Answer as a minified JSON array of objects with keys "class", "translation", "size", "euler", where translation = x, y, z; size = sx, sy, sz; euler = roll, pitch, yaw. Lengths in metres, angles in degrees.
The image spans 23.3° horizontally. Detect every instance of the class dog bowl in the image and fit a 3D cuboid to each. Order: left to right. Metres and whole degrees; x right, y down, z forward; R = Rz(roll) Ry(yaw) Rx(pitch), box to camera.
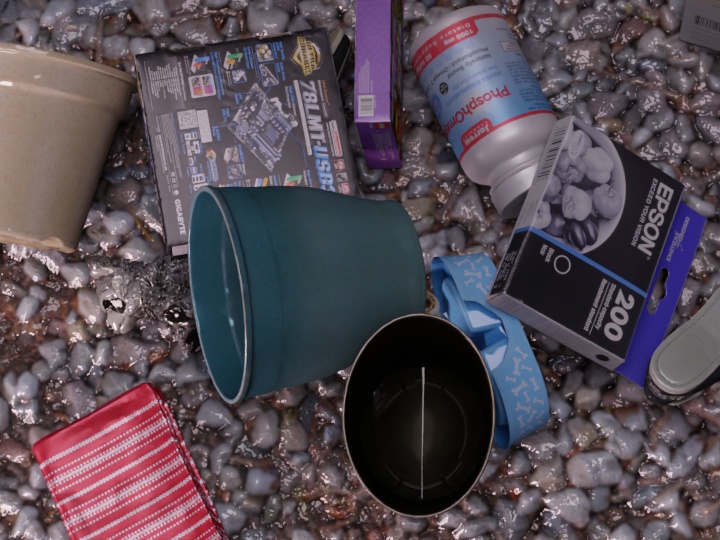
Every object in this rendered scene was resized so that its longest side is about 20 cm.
[{"class":"dog bowl","translation":[0.127,0.072,1.696],"size":[0.049,0.112,0.201],"euler":[-19,72,-11]}]

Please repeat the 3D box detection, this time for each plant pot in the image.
[{"class":"plant pot","translation":[-0.335,-0.119,1.765],"size":[0.199,0.200,0.185],"euler":[9,86,8]},{"class":"plant pot","translation":[-0.046,0.009,1.621],"size":[0.187,0.200,0.201],"euler":[-9,72,-18]}]

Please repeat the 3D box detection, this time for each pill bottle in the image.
[{"class":"pill bottle","translation":[0.135,-0.159,1.759],"size":[0.108,0.109,0.201],"euler":[-25,73,-2]}]

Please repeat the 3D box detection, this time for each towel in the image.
[{"class":"towel","translation":[-0.227,0.226,1.728],"size":[0.144,0.022,0.201],"euler":[-27,73,-2]}]

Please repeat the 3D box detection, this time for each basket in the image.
[{"class":"basket","translation":[0.057,0.149,1.627],"size":[0.135,0.200,0.181],"euler":[0,77,4]}]

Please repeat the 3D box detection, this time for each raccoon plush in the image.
[{"class":"raccoon plush","translation":[-0.178,-0.006,1.771],"size":[0.134,0.097,0.200],"euler":[33,62,23]}]

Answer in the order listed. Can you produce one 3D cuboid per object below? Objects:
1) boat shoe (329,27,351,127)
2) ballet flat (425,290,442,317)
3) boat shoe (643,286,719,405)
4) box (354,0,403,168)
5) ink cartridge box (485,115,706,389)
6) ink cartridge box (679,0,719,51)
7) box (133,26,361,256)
[{"class":"boat shoe","translation":[-0.045,-0.154,1.800],"size":[0.066,0.074,0.200],"euler":[30,67,-16]},{"class":"ballet flat","translation":[0.000,0.000,1.749],"size":[0.200,0.070,0.070],"euler":[35,80,14]},{"class":"boat shoe","translation":[0.354,0.062,1.700],"size":[0.199,0.060,0.076],"euler":[-28,70,-18]},{"class":"box","translation":[0.020,-0.220,1.774],"size":[0.039,0.137,0.201],"euler":[-1,74,6]},{"class":"ink cartridge box","translation":[0.241,-0.016,1.688],"size":[0.199,0.043,0.199],"euler":[29,72,-20]},{"class":"ink cartridge box","translation":[0.403,-0.284,1.722],"size":[0.144,0.200,0.084],"euler":[19,76,10]},{"class":"box","translation":[-0.111,-0.129,1.724],"size":[0.197,0.050,0.201],"euler":[-10,80,-10]}]
